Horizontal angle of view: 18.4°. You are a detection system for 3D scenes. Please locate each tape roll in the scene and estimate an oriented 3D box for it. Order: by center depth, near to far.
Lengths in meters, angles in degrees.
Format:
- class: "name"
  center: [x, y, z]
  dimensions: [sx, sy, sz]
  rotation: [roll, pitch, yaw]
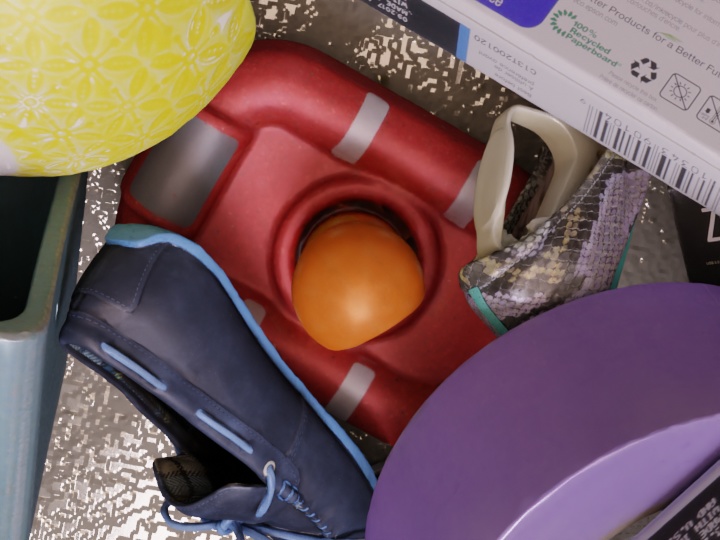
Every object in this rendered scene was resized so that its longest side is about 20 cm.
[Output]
- class: "tape roll"
  center: [0.108, 0.110, 0.818]
  dimensions: [0.200, 0.085, 0.200]
  rotation: [-8, 123, -13]

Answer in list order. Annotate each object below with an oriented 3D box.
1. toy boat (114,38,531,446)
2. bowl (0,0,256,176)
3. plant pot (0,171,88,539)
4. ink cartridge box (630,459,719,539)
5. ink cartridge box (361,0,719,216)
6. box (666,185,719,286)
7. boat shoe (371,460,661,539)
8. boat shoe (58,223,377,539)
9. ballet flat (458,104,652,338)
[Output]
- class: "toy boat"
  center: [0.000, 0.000, 0.887]
  dimensions: [0.200, 0.131, 0.131]
  rotation: [29, 101, -8]
- class: "bowl"
  center: [-0.151, -0.089, 0.816]
  dimensions: [0.200, 0.200, 0.108]
  rotation: [29, 75, -8]
- class: "plant pot"
  center: [-0.212, 0.063, 0.871]
  dimensions: [0.196, 0.196, 0.200]
  rotation: [3, 116, -3]
- class: "ink cartridge box"
  center: [0.211, 0.099, 0.769]
  dimensions: [0.198, 0.047, 0.200]
  rotation: [-45, 122, 9]
- class: "ink cartridge box"
  center: [0.114, -0.145, 0.851]
  dimensions: [0.198, 0.043, 0.200]
  rotation: [32, 68, 12]
- class: "box"
  center: [0.238, 0.007, 0.874]
  dimensions: [0.200, 0.086, 0.164]
  rotation: [-8, 116, 21]
- class: "boat shoe"
  center: [0.076, 0.115, 0.951]
  dimensions: [0.200, 0.060, 0.076]
  rotation: [-7, 104, 0]
- class: "boat shoe"
  center: [-0.058, 0.070, 0.879]
  dimensions: [0.200, 0.084, 0.069]
  rotation: [52, 59, -27]
- class: "ballet flat"
  center: [0.088, -0.055, 0.861]
  dimensions: [0.072, 0.072, 0.200]
  rotation: [33, 56, -8]
